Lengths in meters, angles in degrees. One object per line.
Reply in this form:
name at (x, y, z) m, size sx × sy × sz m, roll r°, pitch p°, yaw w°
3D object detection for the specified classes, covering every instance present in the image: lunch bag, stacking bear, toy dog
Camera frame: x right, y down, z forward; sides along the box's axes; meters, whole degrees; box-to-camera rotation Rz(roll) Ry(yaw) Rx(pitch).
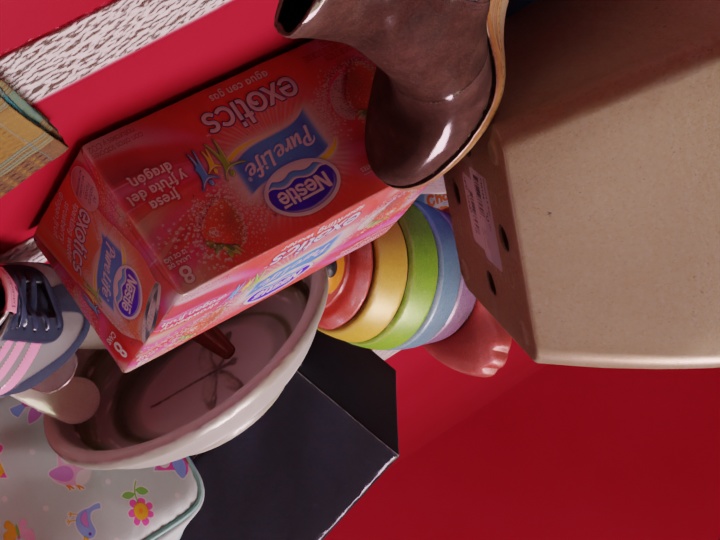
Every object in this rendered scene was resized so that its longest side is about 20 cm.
lunch bag at (-0.207, 0.147, 1.325) m, size 0.200 × 0.161 × 0.077 m, roll -29°, pitch 168°, yaw -35°
stacking bear at (0.000, 0.000, 1.413) m, size 0.199 × 0.122 × 0.113 m, roll 6°, pitch -174°, yaw -42°
toy dog at (-0.154, 0.046, 1.219) m, size 0.200 × 0.097 × 0.132 m, roll -37°, pitch 170°, yaw 8°

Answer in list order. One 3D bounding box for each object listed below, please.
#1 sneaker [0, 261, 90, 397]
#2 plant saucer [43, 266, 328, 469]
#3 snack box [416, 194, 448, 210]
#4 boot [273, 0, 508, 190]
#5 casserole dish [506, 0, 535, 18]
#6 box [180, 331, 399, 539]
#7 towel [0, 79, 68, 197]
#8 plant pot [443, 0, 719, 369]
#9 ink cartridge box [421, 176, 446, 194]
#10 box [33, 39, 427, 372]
sneaker at (-0.188, 0.025, 1.070) m, size 0.082 × 0.070 × 0.200 m, roll -32°, pitch 175°, yaw 31°
plant saucer at (-0.098, 0.060, 1.285) m, size 0.199 × 0.050 × 0.200 m, roll -25°, pitch -151°, yaw 15°
snack box at (0.127, -0.054, 1.530) m, size 0.199 × 0.037 × 0.116 m, roll 5°, pitch -167°, yaw 31°
boot at (0.010, -0.120, 1.006) m, size 0.166 × 0.072 × 0.201 m, roll -12°, pitch 134°, yaw -50°
casserole dish at (0.087, -0.174, 1.170) m, size 0.121 × 0.039 × 0.200 m, roll -36°, pitch 171°, yaw -1°
box at (-0.075, 0.141, 1.580) m, size 0.199 × 0.123 × 0.200 m, roll -49°, pitch -170°, yaw 13°
towel at (-0.206, -0.035, 0.895) m, size 0.146 × 0.022 × 0.200 m, roll -35°, pitch 172°, yaw 1°
plant pot at (0.145, -0.054, 1.160) m, size 0.176 × 0.201 × 0.200 m, roll -15°, pitch -157°, yaw -10°
ink cartridge box at (0.076, -0.090, 1.335) m, size 0.094 × 0.044 × 0.200 m, roll -34°, pitch -172°, yaw -9°
box at (-0.061, -0.042, 1.125) m, size 0.200 × 0.095 × 0.103 m, roll -28°, pitch 169°, yaw -35°
